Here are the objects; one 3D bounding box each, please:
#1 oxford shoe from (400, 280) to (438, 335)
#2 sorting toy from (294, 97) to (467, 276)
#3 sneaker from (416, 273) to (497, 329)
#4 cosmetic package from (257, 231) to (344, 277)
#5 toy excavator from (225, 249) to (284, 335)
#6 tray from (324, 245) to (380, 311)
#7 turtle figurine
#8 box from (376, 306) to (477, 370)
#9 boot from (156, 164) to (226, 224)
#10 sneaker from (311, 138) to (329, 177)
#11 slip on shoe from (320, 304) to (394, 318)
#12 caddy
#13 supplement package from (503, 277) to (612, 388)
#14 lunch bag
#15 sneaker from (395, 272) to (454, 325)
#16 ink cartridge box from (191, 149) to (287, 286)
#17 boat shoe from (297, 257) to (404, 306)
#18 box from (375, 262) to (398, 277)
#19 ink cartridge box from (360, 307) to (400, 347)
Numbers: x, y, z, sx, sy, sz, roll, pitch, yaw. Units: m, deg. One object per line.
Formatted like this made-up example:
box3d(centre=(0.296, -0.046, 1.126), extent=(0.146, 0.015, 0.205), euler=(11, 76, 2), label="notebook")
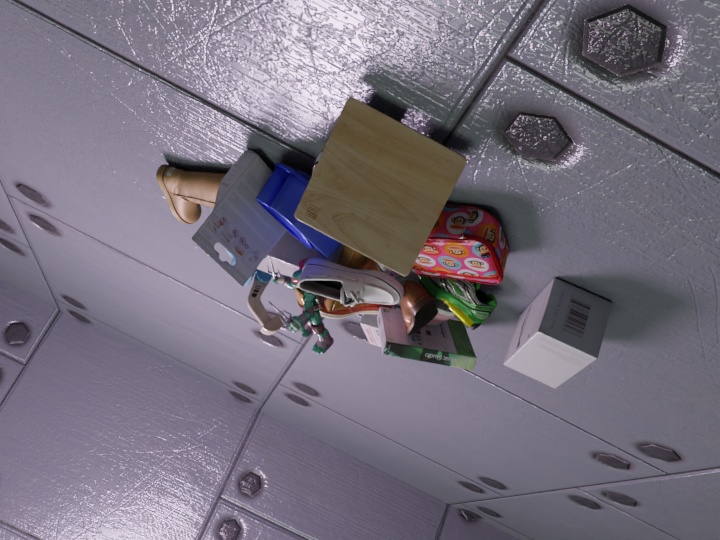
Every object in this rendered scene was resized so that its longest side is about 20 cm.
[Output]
box3d(centre=(0.108, 0.070, 1.401), extent=(0.072, 0.071, 0.201), euler=(52, 167, 20), label="oxford shoe")
box3d(centre=(0.031, -0.130, 1.098), extent=(0.198, 0.201, 0.070), euler=(27, -165, -1), label="sorting toy")
box3d(centre=(0.181, 0.020, 1.385), extent=(0.199, 0.078, 0.085), euler=(39, 116, -14), label="sneaker")
box3d(centre=(-0.115, -0.031, 1.494), extent=(0.197, 0.108, 0.091), euler=(20, 152, 14), label="cosmetic package")
box3d(centre=(-0.230, 0.018, 1.585), extent=(0.193, 0.202, 0.100), euler=(29, 156, -9), label="toy excavator")
box3d(centre=(0.000, 0.000, 1.391), extent=(0.097, 0.037, 0.201), euler=(-8, 144, -28), label="tray")
box3d(centre=(-0.114, 0.064, 1.405), extent=(0.099, 0.151, 0.202), euler=(-20, 129, 2), label="turtle figurine")
box3d(centre=(0.137, 0.142, 1.515), extent=(0.196, 0.145, 0.037), euler=(10, 116, -8), label="box")
box3d(centre=(-0.319, -0.146, 1.513), extent=(0.197, 0.067, 0.176), euler=(12, 153, 24), label="boot")
box3d(centre=(0.016, -0.141, 1.177), extent=(0.197, 0.091, 0.075), euler=(21, 155, 9), label="sneaker")
box3d(centre=(-0.017, 0.061, 1.563), extent=(0.196, 0.075, 0.062), euler=(-3, 127, -15), label="slip on shoe")
box3d(centre=(-0.096, -0.116, 1.320), extent=(0.200, 0.105, 0.141), euler=(44, 173, -38), label="caddy")
box3d(centre=(0.364, 0.122, 1.337), extent=(0.116, 0.118, 0.201), euler=(23, 155, 3), label="supplement package")
box3d(centre=(0.159, -0.041, 1.260), extent=(0.197, 0.083, 0.177), euler=(8, 155, 28), label="lunch bag")
box3d(centre=(0.105, 0.057, 1.498), extent=(0.198, 0.076, 0.105), euler=(24, 150, -8), label="sneaker")
box3d(centre=(-0.217, -0.097, 1.349), extent=(0.050, 0.201, 0.161), euler=(25, 163, 46), label="ink cartridge box")
box3d(centre=(-0.020, 0.033, 1.319), extent=(0.197, 0.066, 0.073), euler=(18, 137, 7), label="boat shoe")
box3d(centre=(0.027, -0.057, 1.272), extent=(0.042, 0.038, 0.201), euler=(55, 176, 41), label="box")
box3d(centre=(0.074, 0.138, 1.698), extent=(0.197, 0.067, 0.116), euler=(14, 154, 23), label="ink cartridge box")
